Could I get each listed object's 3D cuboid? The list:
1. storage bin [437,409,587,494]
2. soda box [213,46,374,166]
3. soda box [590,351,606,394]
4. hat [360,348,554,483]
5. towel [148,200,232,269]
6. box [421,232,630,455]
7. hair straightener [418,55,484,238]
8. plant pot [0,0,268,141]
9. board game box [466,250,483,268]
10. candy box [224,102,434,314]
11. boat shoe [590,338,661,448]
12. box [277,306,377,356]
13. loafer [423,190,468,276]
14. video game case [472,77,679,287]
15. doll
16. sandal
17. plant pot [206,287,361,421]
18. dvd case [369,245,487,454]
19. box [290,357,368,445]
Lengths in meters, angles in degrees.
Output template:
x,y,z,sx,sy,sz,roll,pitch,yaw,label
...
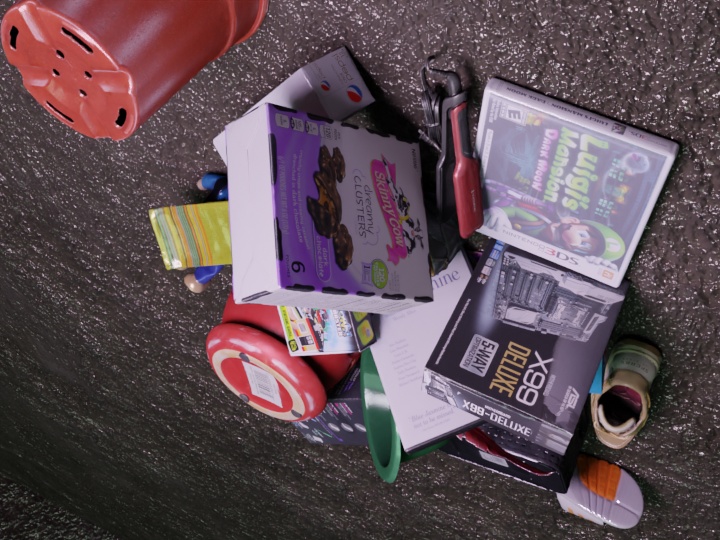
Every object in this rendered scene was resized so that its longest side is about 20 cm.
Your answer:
x,y,z,sx,sy,sz,roll,pitch,yaw,label
0.182,0.201,1.193,0.198,0.095,0.135,16,159,25,storage bin
-0.076,-0.157,0.973,0.199,0.068,0.064,-24,99,52,soda box
0.175,0.084,1.043,0.197,0.064,0.068,4,131,19,soda box
0.104,0.169,1.121,0.174,0.203,0.166,-5,162,-13,hat
-0.171,-0.045,1.147,0.198,0.018,0.087,-4,118,25,towel
0.172,0.068,0.951,0.156,0.201,0.050,23,146,14,box
0.076,-0.125,0.907,0.077,0.041,0.201,33,152,40,hair straightener
-0.220,-0.242,0.876,0.199,0.196,0.202,21,146,15,plant pot
0.153,0.060,1.105,0.199,0.039,0.158,36,147,-6,board game box
-0.026,-0.052,0.877,0.198,0.170,0.071,6,164,-43,candy box
0.303,0.160,1.088,0.073,0.067,0.201,18,145,21,boat shoe
-0.055,-0.008,1.026,0.109,0.035,0.203,-7,101,40,box
0.027,-0.073,1.006,0.199,0.073,0.073,33,149,-1,loafer
0.194,-0.080,0.904,0.180,0.023,0.201,23,146,14,video game case
-0.177,-0.057,1.186,0.137,0.048,0.200,51,130,16,doll
0.291,0.291,1.272,0.205,0.079,0.060,24,149,29,sandal
-0.095,0.080,1.214,0.199,0.183,0.202,24,147,17,plant pot
0.083,0.082,1.013,0.141,0.202,0.018,-24,152,8,dvd case
-0.011,0.170,1.313,0.199,0.123,0.106,-9,130,46,box
